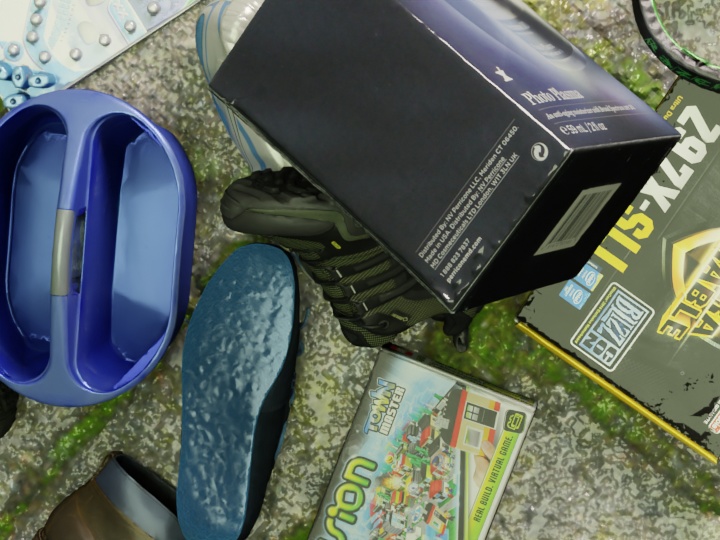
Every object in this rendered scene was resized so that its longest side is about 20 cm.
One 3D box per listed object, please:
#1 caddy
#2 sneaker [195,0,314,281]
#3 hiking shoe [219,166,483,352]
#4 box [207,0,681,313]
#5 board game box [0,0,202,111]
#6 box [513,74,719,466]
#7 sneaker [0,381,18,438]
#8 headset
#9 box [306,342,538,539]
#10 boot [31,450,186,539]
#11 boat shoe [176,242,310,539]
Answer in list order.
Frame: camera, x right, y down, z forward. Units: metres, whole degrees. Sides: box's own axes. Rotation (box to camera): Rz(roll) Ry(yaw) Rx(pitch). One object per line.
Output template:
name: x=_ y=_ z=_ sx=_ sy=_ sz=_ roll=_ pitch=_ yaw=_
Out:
caddy: x=-0.178 y=-0.015 z=1.308 sx=0.141 sy=0.105 sz=0.201 roll=5 pitch=96 yaw=7
sneaker: x=-0.047 y=-0.085 z=1.317 sx=0.072 sy=0.072 sz=0.201 roll=-27 pitch=104 yaw=-20
hiking shoe: x=0.000 y=0.000 z=1.275 sx=0.199 sy=0.076 sz=0.101 roll=13 pitch=103 yaw=-25
box: x=0.053 y=-0.093 z=1.195 sx=0.198 sy=0.200 sz=0.123 roll=41 pitch=111 yaw=16
board game box: x=-0.198 y=-0.235 z=1.334 sx=0.200 sy=0.026 sz=0.200 roll=-32 pitch=90 yaw=8
box: x=0.216 y=-0.005 z=1.293 sx=0.159 sy=0.049 sz=0.200 roll=35 pitch=98 yaw=5
sneaker: x=-0.304 y=0.039 z=1.354 sx=0.091 sy=0.076 sz=0.200 roll=-42 pitch=82 yaw=18
headset: x=0.248 y=-0.206 z=1.247 sx=0.123 sy=0.094 sz=0.200 roll=31 pitch=80 yaw=5
box: x=0.029 y=0.160 z=1.335 sx=0.110 sy=0.035 sz=0.201 roll=21 pitch=97 yaw=5
boot: x=-0.119 y=0.207 z=1.337 sx=0.200 sy=0.075 sz=0.097 roll=35 pitch=101 yaw=5
boat shoe: x=-0.082 y=0.079 z=1.328 sx=0.084 sy=0.069 sz=0.201 roll=18 pitch=96 yaw=14
